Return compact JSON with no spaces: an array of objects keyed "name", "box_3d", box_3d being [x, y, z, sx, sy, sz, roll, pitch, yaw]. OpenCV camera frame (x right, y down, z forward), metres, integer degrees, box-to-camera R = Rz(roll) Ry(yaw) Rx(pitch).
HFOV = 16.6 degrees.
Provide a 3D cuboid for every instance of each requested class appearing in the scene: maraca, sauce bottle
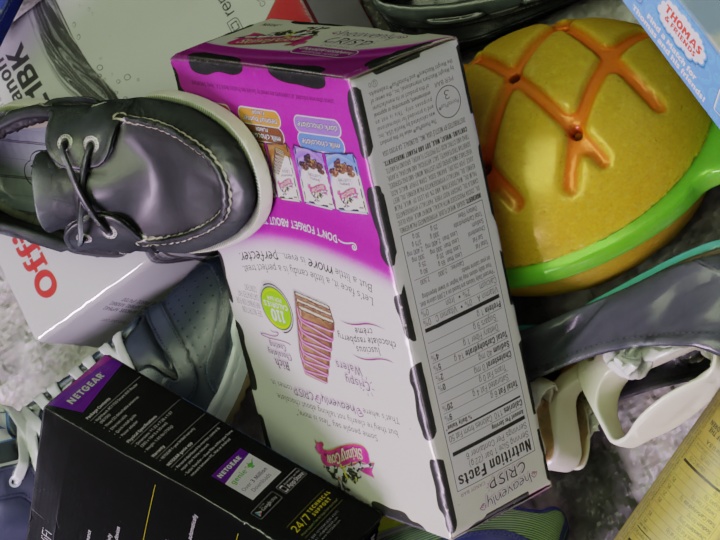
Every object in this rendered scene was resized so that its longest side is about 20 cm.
[{"name":"maraca","box_3d":[0.105,-0.057,1.059,0.199,0.107,0.138,-20,46,17]},{"name":"sauce bottle","box_3d":[0.135,0.131,1.052,0.065,0.065,0.200,39,104,24]}]

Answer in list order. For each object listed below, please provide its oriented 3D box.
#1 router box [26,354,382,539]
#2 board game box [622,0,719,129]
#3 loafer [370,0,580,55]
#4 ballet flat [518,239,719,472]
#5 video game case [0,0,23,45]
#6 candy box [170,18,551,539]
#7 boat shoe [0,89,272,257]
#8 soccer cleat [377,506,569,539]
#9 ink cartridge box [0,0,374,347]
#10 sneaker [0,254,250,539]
[{"name":"router box","box_3d":[-0.080,0.155,1.099,0.149,0.051,0.201,29,130,18]},{"name":"board game box","box_3d":[0.209,-0.090,1.002,0.151,0.037,0.200,-25,68,-24]},{"name":"loafer","box_3d":[0.096,-0.155,1.095,0.200,0.070,0.068,-27,74,22]},{"name":"ballet flat","box_3d":[0.096,0.047,1.053,0.199,0.073,0.073,-23,74,39]},{"name":"video game case","box_3d":[-0.220,-0.218,1.178,0.180,0.045,0.201,22,61,-2]},{"name":"candy box","box_3d":[0.000,0.000,1.038,0.136,0.061,0.201,14,121,53]},{"name":"boat shoe","box_3d":[-0.121,-0.039,1.063,0.199,0.066,0.075,14,119,45]},{"name":"soccer cleat","box_3d":[0.006,0.121,1.128,0.199,0.065,0.084,11,52,35]},{"name":"ink cartridge box","box_3d":[-0.091,-0.074,1.172,0.200,0.084,0.145,-34,72,20]},{"name":"sneaker","box_3d":[-0.132,0.065,1.146,0.200,0.108,0.070,-55,35,21]}]
